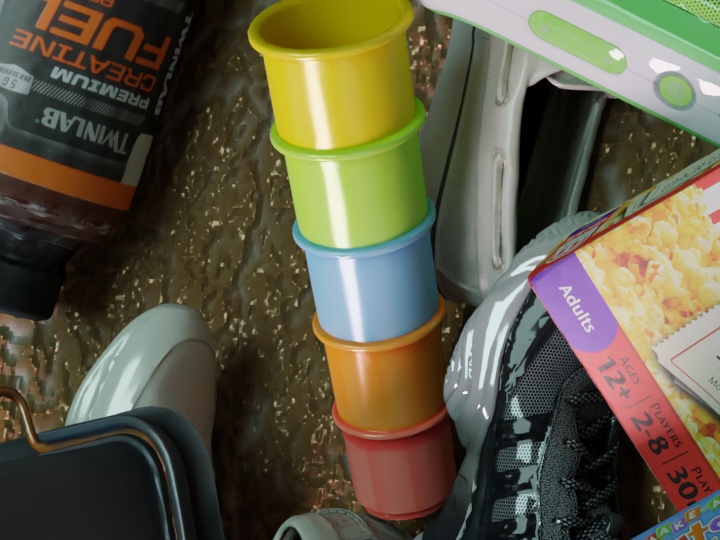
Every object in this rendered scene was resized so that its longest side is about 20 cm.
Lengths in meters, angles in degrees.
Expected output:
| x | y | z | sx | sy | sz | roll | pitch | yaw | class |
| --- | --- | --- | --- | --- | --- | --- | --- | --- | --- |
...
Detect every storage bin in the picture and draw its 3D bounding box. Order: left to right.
| x | y | z | sx | sy | sz | roll | pitch | yaw | class |
| --- | --- | --- | --- | --- | --- | --- | --- | --- | --- |
| -0.168 | 0.119 | 1.112 | 0.199 | 0.134 | 0.147 | -15 | 80 | 33 | storage bin |

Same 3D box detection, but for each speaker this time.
| x | y | z | sx | sy | sz | roll | pitch | yaw | class |
| --- | --- | --- | --- | --- | --- | --- | --- | --- | --- |
| 0.105 | -0.096 | 1.006 | 0.199 | 0.088 | 0.089 | 28 | 98 | 15 | speaker |

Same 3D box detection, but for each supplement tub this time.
| x | y | z | sx | sy | sz | roll | pitch | yaw | class |
| --- | --- | --- | --- | --- | --- | --- | --- | --- | --- |
| -0.133 | -0.084 | 1.241 | 0.107 | 0.107 | 0.201 | 21 | 94 | 42 | supplement tub |

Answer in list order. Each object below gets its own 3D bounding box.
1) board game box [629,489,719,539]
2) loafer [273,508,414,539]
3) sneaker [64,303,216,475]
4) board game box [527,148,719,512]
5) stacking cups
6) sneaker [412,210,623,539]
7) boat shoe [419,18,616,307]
| x | y | z | sx | sy | sz | roll | pitch | yaw | class |
| --- | --- | --- | --- | --- | --- | --- | --- | --- | --- |
| 0.128 | 0.135 | 0.895 | 0.199 | 0.152 | 0.037 | -31 | 31 | 9 | board game box |
| -0.021 | 0.190 | 1.099 | 0.070 | 0.070 | 0.202 | -4 | 77 | 40 | loafer |
| -0.075 | 0.115 | 1.174 | 0.099 | 0.075 | 0.202 | 14 | 97 | 34 | sneaker |
| 0.175 | 0.013 | 0.939 | 0.199 | 0.046 | 0.152 | -32 | 95 | 32 | board game box |
| 0.000 | 0.000 | 1.069 | 0.060 | 0.060 | 0.201 | 20 | 126 | 42 | stacking cups |
| 0.080 | 0.087 | 1.038 | 0.114 | 0.075 | 0.201 | 30 | 105 | 40 | sneaker |
| 0.070 | -0.081 | 1.089 | 0.065 | 0.072 | 0.201 | 20 | 93 | 38 | boat shoe |
